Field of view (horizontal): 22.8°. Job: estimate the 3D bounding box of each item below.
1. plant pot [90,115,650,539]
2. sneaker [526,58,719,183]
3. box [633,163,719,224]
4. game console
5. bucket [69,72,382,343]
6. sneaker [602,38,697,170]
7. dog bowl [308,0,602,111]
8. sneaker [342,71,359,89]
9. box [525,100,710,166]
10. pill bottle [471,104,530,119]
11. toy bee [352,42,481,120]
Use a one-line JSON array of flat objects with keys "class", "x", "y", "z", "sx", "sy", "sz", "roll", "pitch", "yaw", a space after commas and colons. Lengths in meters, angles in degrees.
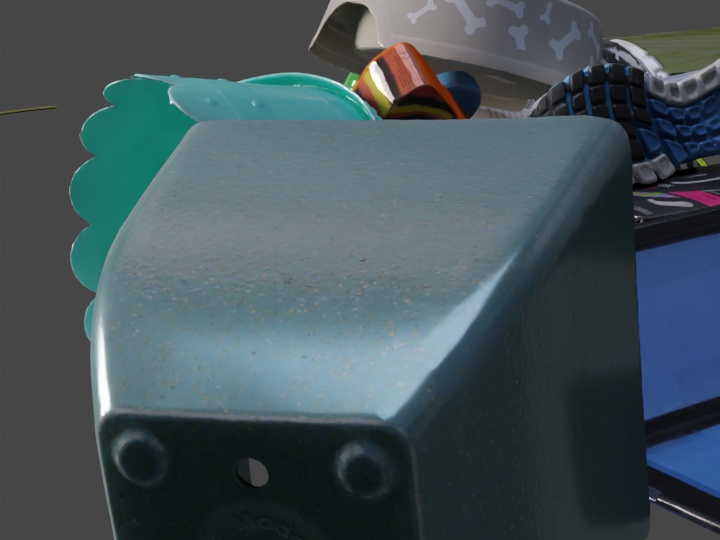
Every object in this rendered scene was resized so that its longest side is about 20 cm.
[{"class": "plant pot", "x": -0.003, "y": 0.064, "z": 0.688, "sx": 0.195, "sy": 0.198, "sz": 0.200, "roll": 1, "pitch": 22, "yaw": 18}, {"class": "sneaker", "x": 0.170, "y": -0.086, "z": 1.110, "sx": 0.199, "sy": 0.076, "sz": 0.086, "roll": -8, "pitch": -5, "yaw": -36}, {"class": "box", "x": 0.218, "y": -0.004, "z": 1.082, "sx": 0.198, "sy": 0.107, "sz": 0.122, "roll": -9, "pitch": 13, "yaw": -26}, {"class": "game console", "x": 0.198, "y": 0.041, "z": 0.891, "sx": 0.199, "sy": 0.172, "sz": 0.118, "roll": -12, "pitch": -11, "yaw": -35}, {"class": "bucket", "x": -0.068, "y": -0.016, "z": 1.027, "sx": 0.134, "sy": 0.209, "sz": 0.207, "roll": -6, "pitch": 12, "yaw": -33}, {"class": "sneaker", "x": 0.186, "y": -0.065, "z": 1.204, "sx": 0.079, "sy": 0.201, "sz": 0.074, "roll": -16, "pitch": -18, "yaw": -14}, {"class": "dog bowl", "x": 0.068, "y": -0.150, "z": 1.168, "sx": 0.198, "sy": 0.059, "sz": 0.200, "roll": 12, "pitch": 0, "yaw": 0}, {"class": "sneaker", "x": -0.030, "y": -0.108, "z": 1.435, "sx": 0.084, "sy": 0.200, "sz": 0.074, "roll": 47, "pitch": 43, "yaw": 14}, {"class": "box", "x": 0.169, "y": -0.096, "z": 1.466, "sx": 0.192, "sy": 0.048, "sz": 0.200, "roll": -8, "pitch": 39, "yaw": -23}, {"class": "pill bottle", "x": 0.091, "y": -0.062, "z": 1.287, "sx": 0.198, "sy": 0.115, "sz": 0.114, "roll": 5, "pitch": 12, "yaw": -9}, {"class": "toy bee", "x": 0.046, "y": -0.060, "z": 1.104, "sx": 0.108, "sy": 0.200, "sz": 0.131, "roll": -38, "pitch": 37, "yaw": 18}]
